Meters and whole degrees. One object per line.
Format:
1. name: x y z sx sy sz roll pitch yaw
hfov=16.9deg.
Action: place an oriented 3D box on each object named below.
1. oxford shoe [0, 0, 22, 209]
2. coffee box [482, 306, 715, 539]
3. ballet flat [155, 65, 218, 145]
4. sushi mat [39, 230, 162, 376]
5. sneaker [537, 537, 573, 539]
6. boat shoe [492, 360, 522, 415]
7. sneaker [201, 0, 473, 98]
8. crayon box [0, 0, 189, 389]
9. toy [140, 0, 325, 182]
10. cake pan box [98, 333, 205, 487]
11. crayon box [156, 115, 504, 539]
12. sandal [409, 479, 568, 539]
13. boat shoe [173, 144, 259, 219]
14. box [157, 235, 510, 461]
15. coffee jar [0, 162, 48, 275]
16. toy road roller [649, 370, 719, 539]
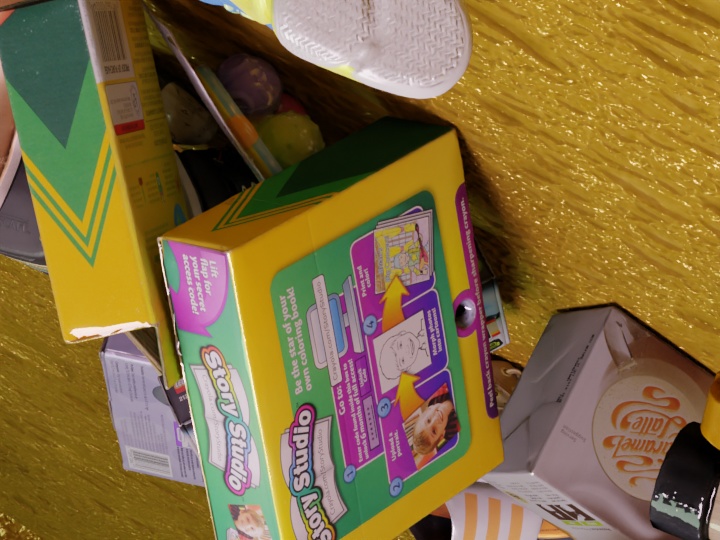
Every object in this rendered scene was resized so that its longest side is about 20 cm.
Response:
1. oxford shoe: -0.220 -0.083 1.378 0.071 0.200 0.071 20 -154 -14
2. coffee box: 0.181 0.122 1.416 0.200 0.115 0.080 35 162 -17
3. ballet flat: -0.163 -0.099 1.425 0.200 0.057 0.067 16 151 37
4. sushi mat: -0.139 -0.015 1.326 0.012 0.096 0.200 -11 154 11
5. sneaker: 0.103 0.146 1.657 0.202 0.077 0.146 12 170 21
6. boat shoe: 0.078 0.089 1.573 0.200 0.066 0.074 25 155 27
7. sneaker: -0.036 -0.143 1.092 0.200 0.076 0.105 36 176 1
8. crayon box: -0.128 -0.041 1.232 0.051 0.201 0.127 -12 -176 9
9. toy: -0.043 -0.067 1.316 0.200 0.047 0.115 60 175 -33
10. cake pan box: -0.068 0.094 1.568 0.184 0.052 0.200 12 153 7
11. crayon box: -0.011 0.044 1.254 0.058 0.172 0.200 13 121 42
12. sandal: 0.044 0.156 1.524 0.206 0.059 0.079 13 153 -7
13. boat shoe: -0.082 -0.037 1.390 0.063 0.074 0.201 -6 -172 -6
14. box: -0.013 0.052 1.415 0.110 0.200 0.035 69 175 -67
15. coffee jar: -0.167 -0.031 1.520 0.104 0.086 0.200 15 173 26
16. toy road roller: 0.242 0.069 1.204 0.123 0.146 0.200 21 -161 25
